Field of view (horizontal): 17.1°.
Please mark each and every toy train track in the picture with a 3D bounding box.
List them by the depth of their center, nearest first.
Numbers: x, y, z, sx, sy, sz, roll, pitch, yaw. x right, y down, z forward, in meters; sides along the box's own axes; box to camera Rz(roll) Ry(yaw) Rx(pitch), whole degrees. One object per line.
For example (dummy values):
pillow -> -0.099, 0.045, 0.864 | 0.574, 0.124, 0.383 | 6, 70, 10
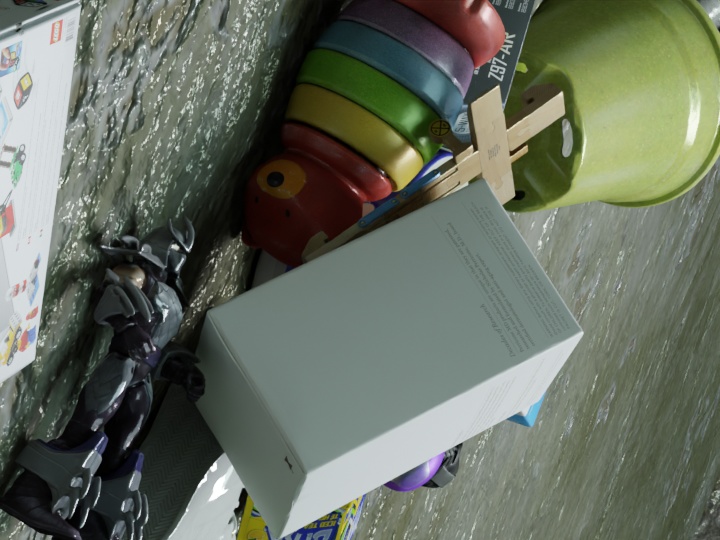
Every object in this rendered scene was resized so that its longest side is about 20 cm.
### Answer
toy train track -> 0.041, -0.061, 1.498 | 0.200, 0.033, 0.115 | -35, 147, -15

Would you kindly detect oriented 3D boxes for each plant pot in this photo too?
plant pot -> 0.165, -0.128, 1.878 | 0.184, 0.200, 0.201 | -24, 131, -52

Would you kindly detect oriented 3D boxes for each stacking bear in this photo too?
stacking bear -> -0.004, -0.092, 1.531 | 0.200, 0.121, 0.114 | -58, 152, -9

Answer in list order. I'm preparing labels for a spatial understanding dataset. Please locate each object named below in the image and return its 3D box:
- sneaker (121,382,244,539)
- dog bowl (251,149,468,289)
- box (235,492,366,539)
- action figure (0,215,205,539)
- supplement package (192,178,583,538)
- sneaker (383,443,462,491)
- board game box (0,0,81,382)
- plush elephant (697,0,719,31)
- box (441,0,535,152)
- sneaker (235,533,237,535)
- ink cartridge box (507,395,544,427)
sneaker -> -0.096, 0.129, 1.536 | 0.200, 0.074, 0.116 | -51, 156, -26
dog bowl -> 0.000, 0.000, 1.658 | 0.200, 0.079, 0.200 | -56, 157, -38
box -> -0.038, 0.166, 1.661 | 0.200, 0.070, 0.064 | -46, 153, -82
action figure -> -0.132, 0.062, 1.361 | 0.130, 0.069, 0.201 | 43, 63, -61
supplement package -> 0.011, 0.053, 1.455 | 0.200, 0.120, 0.121 | -26, 163, -21
sneaker -> 0.043, 0.124, 1.750 | 0.100, 0.069, 0.200 | 58, 6, -21
board game box -> -0.190, -0.028, 1.153 | 0.126, 0.035, 0.201 | -37, 142, -61
plush elephant -> 0.399, -0.262, 2.440 | 0.165, 0.154, 0.201 | -23, 130, -66
box -> 0.084, -0.186, 1.670 | 0.160, 0.043, 0.201 | -121, -134, -77
sneaker -> -0.085, 0.230, 1.653 | 0.081, 0.074, 0.200 | -66, 161, -15
ink cartridge box -> 0.081, 0.053, 1.891 | 0.200, 0.116, 0.068 | 55, 55, -69
